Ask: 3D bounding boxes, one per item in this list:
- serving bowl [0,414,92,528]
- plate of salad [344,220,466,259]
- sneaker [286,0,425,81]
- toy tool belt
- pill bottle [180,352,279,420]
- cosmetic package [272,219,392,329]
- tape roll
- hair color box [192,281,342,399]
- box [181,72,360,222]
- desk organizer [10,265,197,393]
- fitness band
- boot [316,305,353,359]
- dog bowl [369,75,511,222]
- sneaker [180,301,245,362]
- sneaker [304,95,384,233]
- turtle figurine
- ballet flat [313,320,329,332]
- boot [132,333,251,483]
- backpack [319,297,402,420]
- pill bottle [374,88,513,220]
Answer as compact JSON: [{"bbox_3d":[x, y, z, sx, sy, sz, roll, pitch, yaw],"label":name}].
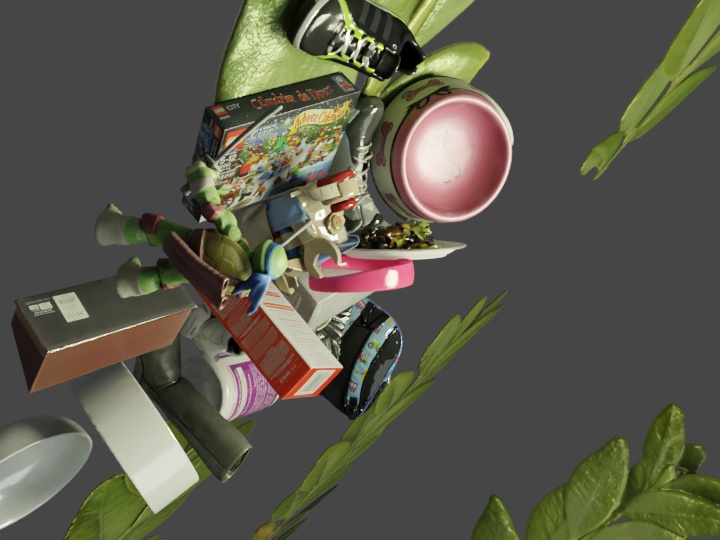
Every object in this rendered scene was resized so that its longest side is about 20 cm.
[{"bbox_3d":[-0.443,0.248,1.005,0.199,0.066,0.201,-37,160,-16],"label":"serving bowl"},{"bbox_3d":[0.050,-0.045,1.122,0.199,0.198,0.049,-9,101,-58],"label":"plate of salad"},{"bbox_3d":[0.009,-0.242,0.837,0.199,0.083,0.072,-16,148,-53],"label":"sneaker"},{"bbox_3d":[-0.058,-0.040,0.964,0.124,0.125,0.199,-26,-171,-41],"label":"toy tool belt"},{"bbox_3d":[-0.194,0.176,1.280,0.113,0.112,0.199,-51,159,24],"label":"pill bottle"},{"bbox_3d":[-0.031,-0.006,1.227,0.199,0.107,0.091,-26,156,-35],"label":"cosmetic package"},{"bbox_3d":[-0.290,0.207,1.017,0.070,0.203,0.203,-35,160,-21],"label":"tape roll"},{"bbox_3d":[-0.123,0.077,1.071,0.064,0.200,0.111,-44,161,11],"label":"hair color box"},{"bbox_3d":[-0.100,-0.141,0.904,0.199,0.038,0.137,-27,155,-40],"label":"box"},{"bbox_3d":[-0.293,0.062,0.904,0.199,0.072,0.077,-18,152,-51],"label":"desk organizer"},{"bbox_3d":[0.000,0.000,1.080,0.141,0.038,0.200,-3,-173,-1],"label":"fitness band"},{"bbox_3d":[-0.080,0.107,1.386,0.072,0.201,0.162,14,164,-19],"label":"boot"},{"bbox_3d":[0.115,-0.155,1.071,0.197,0.074,0.203,-7,110,-20],"label":"dog bowl"},{"bbox_3d":[-0.176,0.086,1.177,0.199,0.081,0.075,-14,145,-57],"label":"sneaker"},{"bbox_3d":[0.003,-0.119,1.036,0.075,0.116,0.201,-21,151,-47],"label":"sneaker"},{"bbox_3d":[-0.155,-0.039,0.821,0.191,0.203,0.144,-2,157,13],"label":"turtle figurine"},{"bbox_3d":[-0.054,0.043,1.289,0.200,0.072,0.072,-46,167,-38],"label":"ballet flat"},{"bbox_3d":[-0.226,0.178,1.081,0.072,0.200,0.183,-30,158,-31],"label":"boot"},{"bbox_3d":[-0.012,0.150,1.509,0.201,0.182,0.134,-57,167,7],"label":"backpack"},{"bbox_3d":[0.119,-0.166,1.175,0.199,0.111,0.111,-39,161,-10],"label":"pill bottle"}]
